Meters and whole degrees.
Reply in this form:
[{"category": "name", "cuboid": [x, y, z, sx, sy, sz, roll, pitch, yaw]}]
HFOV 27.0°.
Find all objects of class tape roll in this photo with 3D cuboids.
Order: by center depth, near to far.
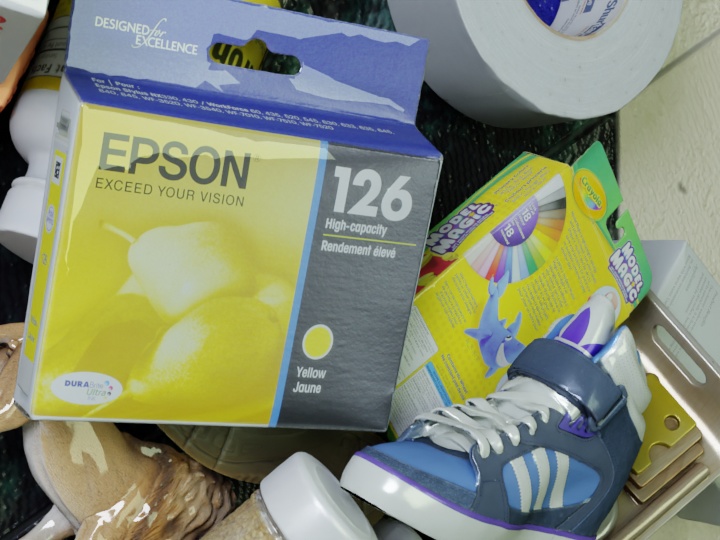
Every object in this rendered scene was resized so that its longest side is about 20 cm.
[{"category": "tape roll", "cuboid": [0.110, -0.191, 0.924, 0.198, 0.066, 0.203, 1, 88, -36]}]

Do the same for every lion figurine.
[{"category": "lion figurine", "cuboid": [-0.149, 0.091, 0.767, 0.122, 0.072, 0.201, -37, 121, -17]}]

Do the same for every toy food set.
[{"category": "toy food set", "cuboid": [0.133, 0.103, 0.920, 0.199, 0.061, 0.144, -36, 72, -16]}]

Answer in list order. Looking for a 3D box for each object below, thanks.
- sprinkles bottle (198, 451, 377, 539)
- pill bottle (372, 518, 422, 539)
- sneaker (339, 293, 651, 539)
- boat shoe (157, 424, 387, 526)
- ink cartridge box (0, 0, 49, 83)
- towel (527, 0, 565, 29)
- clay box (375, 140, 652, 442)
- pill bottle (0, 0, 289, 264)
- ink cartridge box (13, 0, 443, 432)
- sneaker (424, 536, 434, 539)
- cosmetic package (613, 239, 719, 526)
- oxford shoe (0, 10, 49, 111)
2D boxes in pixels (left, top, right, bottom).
[{"category": "sprinkles bottle", "cuboid": [-0.084, 0.180, 0.766, 0.199, 0.068, 0.068, -40, 118, 4]}, {"category": "pill bottle", "cuboid": [0.024, 0.256, 0.887, 0.110, 0.110, 0.202, -38, 114, -31]}, {"category": "sneaker", "cuboid": [0.083, 0.073, 0.806, 0.199, 0.080, 0.148, 22, 89, -44]}, {"category": "boat shoe", "cuboid": [-0.063, 0.078, 0.809, 0.200, 0.065, 0.074, 42, 73, -32]}, {"category": "ink cartridge box", "cuboid": [-0.220, -0.187, 0.629, 0.198, 0.146, 0.148, 15, 81, -19]}, {"category": "towel", "cuboid": [0.134, -0.209, 1.006, 0.200, 0.049, 0.149, -40, 115, -31]}, {"category": "clay box", "cuboid": [0.077, 0.022, 0.870, 0.199, 0.047, 0.116, -40, 122, -20]}, {"category": "pill bottle", "cuboid": [-0.113, -0.094, 0.772, 0.111, 0.111, 0.202, 30, 73, -34]}, {"category": "ink cartridge box", "cuboid": [-0.056, -0.025, 0.723, 0.195, 0.047, 0.203, 5, 102, -30]}, {"category": "sneaker", "cuboid": [0.096, 0.171, 0.962, 0.114, 0.080, 0.202, 19, 81, -39]}, {"category": "cosmetic package", "cuboid": [0.229, 0.083, 1.069, 0.200, 0.081, 0.113, 49, 63, -29]}, {"category": "oxford shoe", "cuboid": [-0.225, -0.058, 0.722, 0.072, 0.071, 0.202, 29, 65, -17]}]
